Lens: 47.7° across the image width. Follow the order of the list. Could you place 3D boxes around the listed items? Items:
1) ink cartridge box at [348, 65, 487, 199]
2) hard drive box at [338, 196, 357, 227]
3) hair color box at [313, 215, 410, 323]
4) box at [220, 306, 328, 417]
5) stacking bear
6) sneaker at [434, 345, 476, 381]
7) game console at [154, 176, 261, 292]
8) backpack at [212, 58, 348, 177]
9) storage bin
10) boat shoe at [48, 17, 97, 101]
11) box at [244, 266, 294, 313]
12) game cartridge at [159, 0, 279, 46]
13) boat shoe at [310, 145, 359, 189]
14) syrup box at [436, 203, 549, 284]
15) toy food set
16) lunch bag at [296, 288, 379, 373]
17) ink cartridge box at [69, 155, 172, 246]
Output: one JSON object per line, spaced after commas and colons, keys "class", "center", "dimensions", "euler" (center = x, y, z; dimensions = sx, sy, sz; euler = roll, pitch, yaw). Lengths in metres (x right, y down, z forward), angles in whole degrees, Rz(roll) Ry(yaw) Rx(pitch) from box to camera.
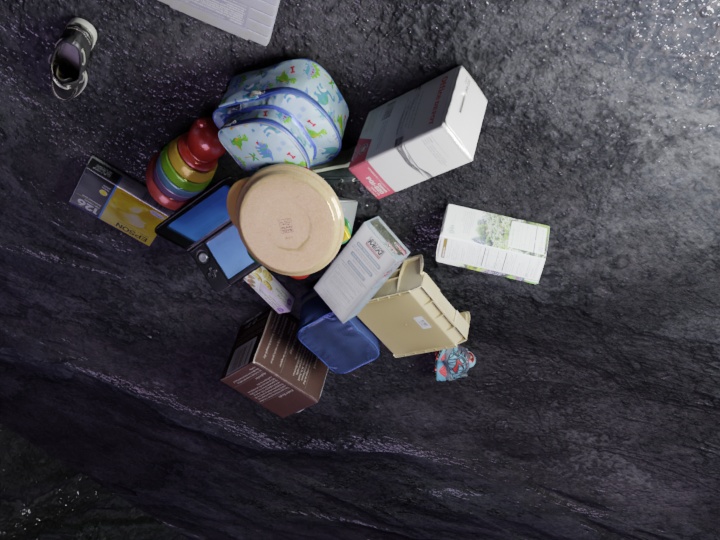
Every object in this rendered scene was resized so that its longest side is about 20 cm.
{"class": "ink cartridge box", "center": [0.092, -0.217, 1.296], "dimensions": [0.198, 0.148, 0.085], "euler": [-20, 129, 41]}
{"class": "hard drive box", "center": [-0.098, -0.104, 1.489], "dimensions": [0.153, 0.079, 0.200], "euler": [12, -173, 8]}
{"class": "hair color box", "center": [0.000, 0.000, 1.613], "dimensions": [0.099, 0.060, 0.201], "euler": [48, 126, 12]}
{"class": "box", "center": [-0.200, 0.223, 1.974], "dimensions": [0.199, 0.166, 0.165], "euler": [35, 140, -23]}
{"class": "stacking bear", "center": [-0.311, -0.209, 1.514], "dimensions": [0.121, 0.115, 0.199], "euler": [37, 134, -16]}
{"class": "sneaker", "center": [0.215, 0.185, 1.842], "dimensions": [0.093, 0.081, 0.201], "euler": [2, 150, 5]}
{"class": "game console", "center": [-0.269, -0.065, 1.603], "dimensions": [0.198, 0.116, 0.178], "euler": [-31, 94, 15]}
{"class": "backpack", "center": [-0.126, -0.241, 1.360], "dimensions": [0.197, 0.149, 0.183], "euler": [-12, 138, 29]}
{"class": "storage bin", "center": [0.104, 0.079, 1.722], "dimensions": [0.196, 0.095, 0.200], "euler": [-14, 133, 36]}
{"class": "boat shoe", "center": [-0.517, -0.359, 1.443], "dimensions": [0.073, 0.061, 0.199], "euler": [30, 142, -19]}
{"class": "box", "center": [-0.224, 0.022, 1.830], "dimensions": [0.038, 0.042, 0.200], "euler": [-12, 133, 35]}
{"class": "game cartridge", "center": [-0.220, -0.434, 1.246], "dimensions": [0.197, 0.039, 0.130], "euler": [22, 147, -6]}
{"class": "boat shoe", "center": [-0.044, -0.179, 1.467], "dimensions": [0.195, 0.075, 0.067], "euler": [-8, 126, 17]}
{"class": "syrup box", "center": [0.243, -0.049, 1.509], "dimensions": [0.196, 0.080, 0.082], "euler": [12, 144, 7]}
{"class": "toy food set", "center": [-0.119, -0.081, 1.360], "dimensions": [0.197, 0.049, 0.200], "euler": [-23, 106, 20]}
{"class": "lunch bag", "center": [-0.040, 0.120, 1.806], "dimensions": [0.134, 0.134, 0.200], "euler": [-26, 127, 24]}
{"class": "ink cartridge box", "center": [-0.521, -0.132, 1.753], "dimensions": [0.195, 0.048, 0.200], "euler": [30, 140, -17]}
